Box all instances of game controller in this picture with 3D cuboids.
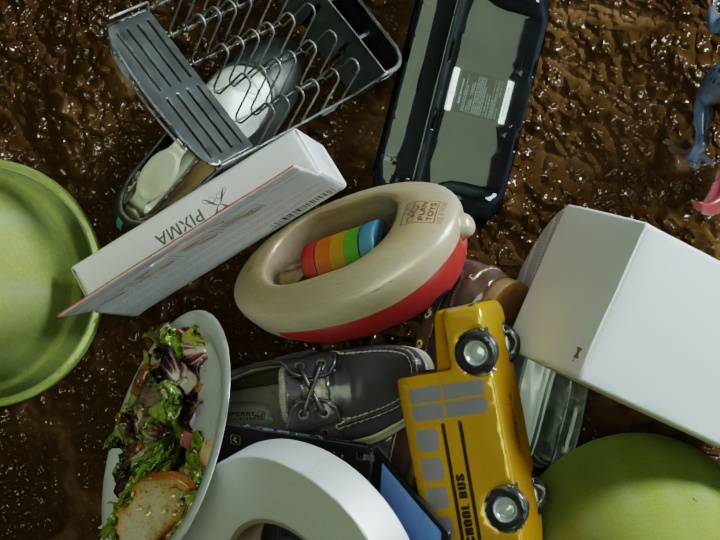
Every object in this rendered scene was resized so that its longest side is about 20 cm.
[{"bbox_3d":[0.079,-0.137,1.219,0.104,0.042,0.201,14,90,-10],"label":"game controller"}]

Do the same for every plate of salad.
[{"bbox_3d":[-0.153,0.122,1.152,0.048,0.200,0.201,19,90,-27],"label":"plate of salad"}]

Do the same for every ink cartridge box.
[{"bbox_3d":[-0.119,-0.034,1.147,0.200,0.176,0.045,-31,83,8],"label":"ink cartridge box"}]

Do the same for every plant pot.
[{"bbox_3d":[0.210,0.228,1.093,0.187,0.200,0.188,0,99,-3],"label":"plant pot"},{"bbox_3d":[-0.307,0.008,1.165,0.200,0.184,0.201,0,89,4],"label":"plant pot"}]

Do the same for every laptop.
[{"bbox_3d":[-0.032,0.219,1.131,0.199,0.103,0.178,8,114,10],"label":"laptop"}]

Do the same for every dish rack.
[{"bbox_3d":[-0.082,-0.166,1.167,0.200,0.055,0.154,-33,81,-40],"label":"dish rack"}]

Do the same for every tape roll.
[{"bbox_3d":[-0.044,0.217,1.109,0.202,0.037,0.203,16,117,34],"label":"tape roll"}]

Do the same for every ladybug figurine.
[{"bbox_3d":[0.000,0.000,1.171,0.200,0.136,0.072,-15,125,31],"label":"ladybug figurine"}]

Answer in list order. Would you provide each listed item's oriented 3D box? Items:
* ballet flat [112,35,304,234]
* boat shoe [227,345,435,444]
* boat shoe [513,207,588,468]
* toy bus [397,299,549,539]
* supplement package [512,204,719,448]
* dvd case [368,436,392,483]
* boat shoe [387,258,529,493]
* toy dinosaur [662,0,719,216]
[{"bbox_3d":[-0.115,-0.101,1.212,0.068,0.068,0.200,40,91,5],"label":"ballet flat"},{"bbox_3d":[-0.042,0.095,1.168,0.200,0.065,0.072,-12,71,28],"label":"boat shoe"},{"bbox_3d":[0.152,0.054,1.195,0.071,0.072,0.201,14,95,-20],"label":"boat shoe"},{"bbox_3d":[0.078,0.124,1.090,0.078,0.065,0.201,-11,89,21],"label":"toy bus"},{"bbox_3d":[0.227,0.050,1.121,0.200,0.117,0.118,25,90,-23],"label":"supplement package"},{"bbox_3d":[0.011,0.191,1.219,0.149,0.016,0.200,43,92,4],"label":"dvd case"},{"bbox_3d":[0.062,0.089,1.185,0.070,0.070,0.200,24,92,39],"label":"boat shoe"},{"bbox_3d":[0.305,-0.152,1.149,0.105,0.200,0.182,16,121,-10],"label":"toy dinosaur"}]
